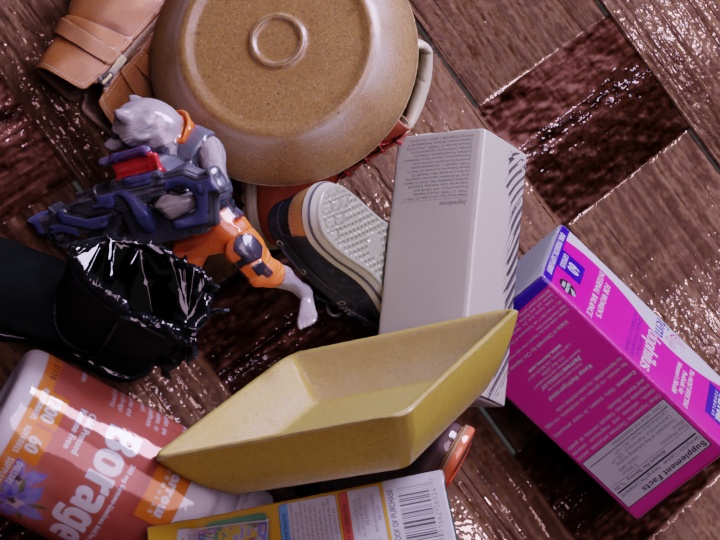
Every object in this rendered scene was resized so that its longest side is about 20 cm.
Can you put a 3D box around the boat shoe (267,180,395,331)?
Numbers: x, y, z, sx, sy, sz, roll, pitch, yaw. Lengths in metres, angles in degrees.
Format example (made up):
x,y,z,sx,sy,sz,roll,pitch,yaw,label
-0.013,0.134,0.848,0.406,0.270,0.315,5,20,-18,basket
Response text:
x,y,z,sx,sy,sz,roll,pitch,yaw,label
0.000,0.000,1.345,0.200,0.062,0.075,43,52,-43,boat shoe

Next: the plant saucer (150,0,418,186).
x,y,z,sx,sy,sz,roll,pitch,yaw,label
-0.058,-0.162,1.289,0.200,0.035,0.200,-1,78,5,plant saucer

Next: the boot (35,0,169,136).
x,y,z,sx,sy,sz,roll,pitch,yaw,label
-0.136,-0.160,1.354,0.200,0.077,0.155,37,70,-21,boot

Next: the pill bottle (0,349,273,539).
x,y,z,sx,sy,sz,roll,pitch,yaw,label
-0.167,0.147,1.224,0.200,0.112,0.112,29,65,-13,pill bottle

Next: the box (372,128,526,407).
x,y,z,sx,sy,sz,roll,pitch,yaw,label
0.068,-0.001,1.321,0.068,0.082,0.200,24,69,-52,box

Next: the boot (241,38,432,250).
x,y,z,sx,sy,sz,roll,pitch,yaw,label
-0.017,-0.099,1.338,0.075,0.107,0.200,19,96,-51,boot

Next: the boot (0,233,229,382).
x,y,z,sx,sy,sz,roll,pitch,yaw,label
-0.200,0.013,1.221,0.198,0.162,0.073,26,68,-13,boot

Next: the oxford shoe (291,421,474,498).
x,y,z,sx,sy,sz,roll,pitch,yaw,label
0.011,0.147,1.252,0.073,0.200,0.071,38,51,-7,oxford shoe

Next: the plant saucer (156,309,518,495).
x,y,z,sx,sy,sz,roll,pitch,yaw,label
-0.006,0.095,1.205,0.200,0.200,0.048,-36,109,-58,plant saucer

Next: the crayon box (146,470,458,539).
x,y,z,sx,sy,sz,roll,pitch,yaw,label
-0.033,0.205,1.132,0.200,0.052,0.126,-10,38,0,crayon box

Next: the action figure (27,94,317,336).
x,y,z,sx,sy,sz,roll,pitch,yaw,label
-0.137,-0.040,1.281,0.105,0.200,0.194,-49,126,-41,action figure

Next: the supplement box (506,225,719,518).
x,y,z,sx,sy,sz,roll,pitch,yaw,label
0.186,0.079,1.385,0.200,0.103,0.101,44,28,-8,supplement box
